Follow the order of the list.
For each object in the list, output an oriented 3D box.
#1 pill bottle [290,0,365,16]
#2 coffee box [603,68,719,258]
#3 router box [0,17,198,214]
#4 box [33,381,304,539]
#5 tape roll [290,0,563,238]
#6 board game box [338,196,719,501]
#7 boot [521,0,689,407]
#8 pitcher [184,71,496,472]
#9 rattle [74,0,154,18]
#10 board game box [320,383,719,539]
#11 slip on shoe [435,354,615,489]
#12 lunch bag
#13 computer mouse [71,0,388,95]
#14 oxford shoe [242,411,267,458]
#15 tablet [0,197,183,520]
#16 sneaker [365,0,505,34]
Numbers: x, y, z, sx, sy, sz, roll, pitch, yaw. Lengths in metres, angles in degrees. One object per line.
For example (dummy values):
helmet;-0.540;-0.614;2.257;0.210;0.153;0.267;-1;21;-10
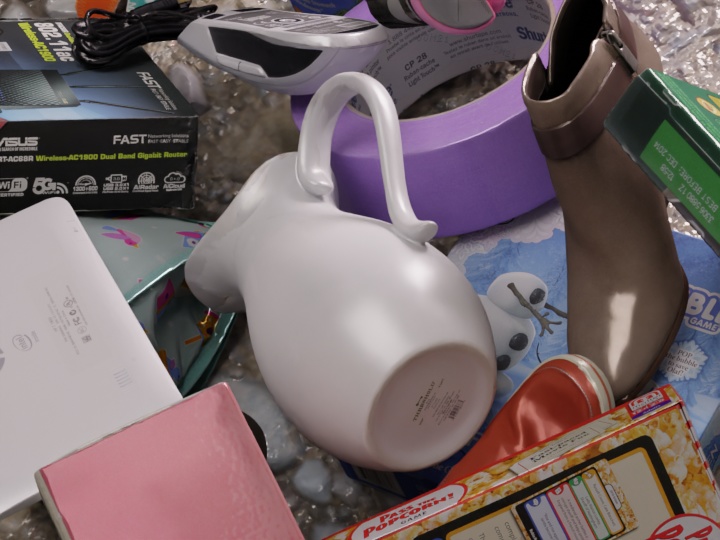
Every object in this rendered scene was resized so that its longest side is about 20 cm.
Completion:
pill bottle;-0.016;-0.239;1.544;0.112;0.200;0.112;-10;52;14
coffee box;0.232;-0.035;1.310;0.044;0.200;0.123;-54;49;21
router box;-0.197;-0.098;1.517;0.149;0.062;0.200;-2;24;-21
box;-0.071;0.177;1.238;0.109;0.128;0.201;-25;76;-9
tape roll;0.061;-0.108;1.474;0.199;0.066;0.200;-16;37;13
board game box;0.116;0.058;1.377;0.199;0.043;0.199;18;62;31
boot;0.125;-0.047;1.326;0.070;0.146;0.201;-8;49;24
pitcher;0.000;0.000;1.341;0.200;0.121;0.172;47;120;47
rattle;-0.123;-0.267;1.650;0.200;0.143;0.130;-37;69;-16
board game box;0.098;0.168;1.240;0.199;0.152;0.046;-24;8;2
slip on shoe;0.064;0.130;1.286;0.074;0.061;0.200;41;100;31
lunch bag;-0.180;0.027;1.457;0.170;0.122;0.200;15;43;30
computer mouse;-0.071;-0.132;1.482;0.199;0.044;0.109;13;19;39
oxford shoe;-0.128;0.165;1.389;0.071;0.071;0.200;1;51;56
tablet;-0.185;0.045;1.336;0.130;0.014;0.200;-27;46;-9
sneaker;0.075;-0.209;1.487;0.200;0.079;0.095;-42;17;-30
